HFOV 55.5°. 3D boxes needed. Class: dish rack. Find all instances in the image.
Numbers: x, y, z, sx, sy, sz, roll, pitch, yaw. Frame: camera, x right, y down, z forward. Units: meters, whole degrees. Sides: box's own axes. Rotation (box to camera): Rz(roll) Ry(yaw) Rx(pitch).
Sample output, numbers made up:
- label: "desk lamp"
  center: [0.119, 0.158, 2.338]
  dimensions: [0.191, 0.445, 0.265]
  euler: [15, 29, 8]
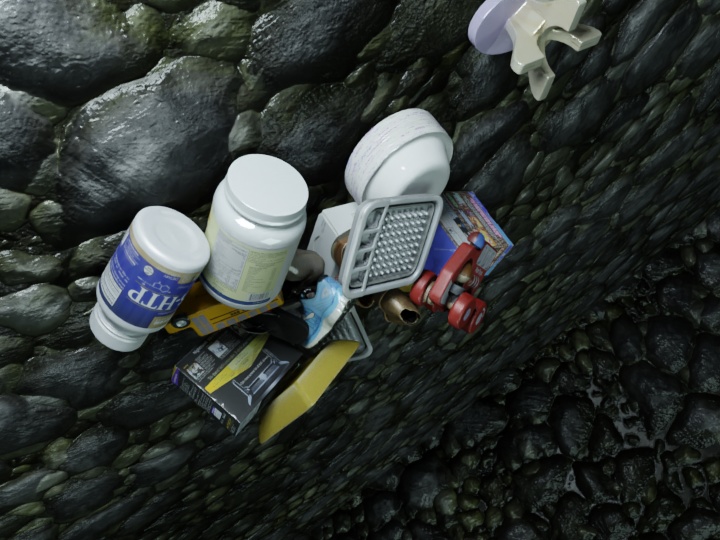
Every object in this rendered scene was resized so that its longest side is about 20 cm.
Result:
- label: "dish rack"
  center: [-0.075, 0.113, 1.378]
  dimensions: [0.166, 0.044, 0.203]
  euler: [-13, 133, 12]
- label: "dish rack"
  center: [0.045, -0.049, 1.141]
  dimensions: [0.196, 0.043, 0.176]
  euler: [-10, 125, -43]

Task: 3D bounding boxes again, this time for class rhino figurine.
- label: "rhino figurine"
  center: [-0.148, -0.012, 1.218]
  dimensions: [0.196, 0.061, 0.087]
  euler: [12, 140, -40]

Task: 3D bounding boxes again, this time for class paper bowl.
- label: "paper bowl"
  center: [0.078, -0.170, 1.197]
  dimensions: [0.197, 0.105, 0.203]
  euler: [-30, 153, -16]

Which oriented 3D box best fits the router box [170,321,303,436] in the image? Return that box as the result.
- label: "router box"
  center: [-0.222, 0.177, 1.254]
  dimensions: [0.200, 0.156, 0.053]
  euler: [-45, 169, -45]

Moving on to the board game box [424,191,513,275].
- label: "board game box"
  center: [0.196, -0.074, 1.433]
  dimensions: [0.197, 0.161, 0.098]
  euler: [-5, 143, -45]

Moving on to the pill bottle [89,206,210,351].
- label: "pill bottle"
  center: [-0.315, 0.019, 1.002]
  dimensions: [0.118, 0.121, 0.201]
  euler: [1, 136, -51]

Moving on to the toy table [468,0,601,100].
- label: "toy table"
  center: [0.282, -0.379, 1.092]
  dimensions: [0.197, 0.118, 0.185]
  euler: [-31, 154, -13]

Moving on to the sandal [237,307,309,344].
- label: "sandal"
  center: [-0.184, 0.084, 1.225]
  dimensions: [0.076, 0.195, 0.046]
  euler: [-59, -170, 38]

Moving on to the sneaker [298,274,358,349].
- label: "sneaker"
  center: [-0.076, 0.069, 1.266]
  dimensions: [0.078, 0.090, 0.201]
  euler: [-40, 173, -40]

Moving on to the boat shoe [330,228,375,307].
- label: "boat shoe"
  center: [0.000, 0.000, 1.218]
  dimensions: [0.074, 0.075, 0.201]
  euler: [-31, 152, -8]

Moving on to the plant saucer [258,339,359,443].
- label: "plant saucer"
  center: [-0.110, 0.221, 1.326]
  dimensions: [0.199, 0.049, 0.200]
  euler: [-42, -177, 40]

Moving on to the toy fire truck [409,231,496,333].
- label: "toy fire truck"
  center: [0.188, 0.012, 1.277]
  dimensions: [0.171, 0.110, 0.199]
  euler: [-62, 155, 2]

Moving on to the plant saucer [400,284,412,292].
- label: "plant saucer"
  center: [0.024, 0.039, 1.444]
  dimensions: [0.196, 0.050, 0.197]
  euler: [-4, 178, 41]

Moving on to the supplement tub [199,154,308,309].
- label: "supplement tub"
  center: [-0.162, -0.056, 1.036]
  dimensions: [0.142, 0.146, 0.202]
  euler: [-14, 147, -36]

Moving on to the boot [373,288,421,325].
- label: "boot"
  center: [0.086, 0.084, 1.322]
  dimensions: [0.074, 0.075, 0.200]
  euler: [-48, 156, 2]

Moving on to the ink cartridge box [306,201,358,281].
- label: "ink cartridge box"
  center: [0.005, -0.057, 1.312]
  dimensions: [0.196, 0.084, 0.147]
  euler: [-18, 148, -33]

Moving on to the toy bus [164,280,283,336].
- label: "toy bus"
  center: [-0.234, 0.051, 1.156]
  dimensions: [0.195, 0.066, 0.079]
  euler: [-21, 144, 3]
